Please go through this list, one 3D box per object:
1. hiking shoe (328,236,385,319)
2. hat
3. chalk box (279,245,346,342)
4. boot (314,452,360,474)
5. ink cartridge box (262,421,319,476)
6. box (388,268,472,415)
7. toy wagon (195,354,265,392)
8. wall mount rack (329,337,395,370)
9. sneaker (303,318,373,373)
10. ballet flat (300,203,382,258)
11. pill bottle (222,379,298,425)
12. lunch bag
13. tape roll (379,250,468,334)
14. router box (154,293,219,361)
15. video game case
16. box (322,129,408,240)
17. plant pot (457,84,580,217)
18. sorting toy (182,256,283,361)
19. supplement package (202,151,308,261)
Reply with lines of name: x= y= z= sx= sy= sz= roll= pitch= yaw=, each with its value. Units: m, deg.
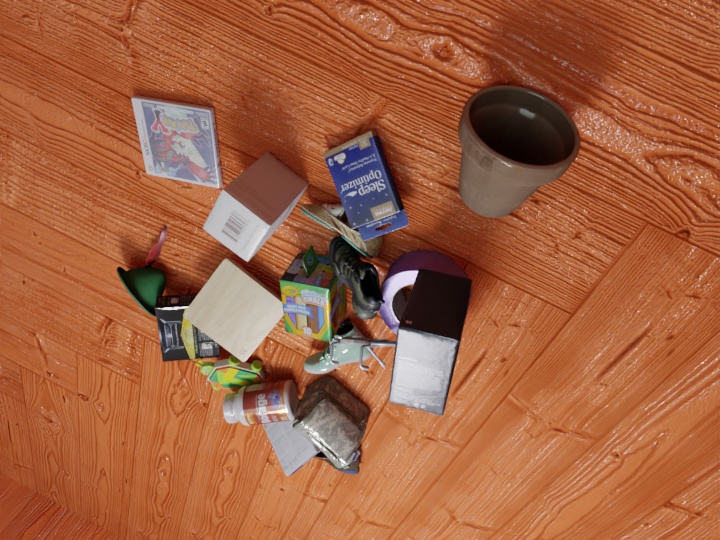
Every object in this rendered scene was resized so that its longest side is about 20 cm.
hiking shoe: x=0.000 y=0.000 z=1.154 sx=0.202 sy=0.075 sz=0.101 roll=62 pitch=143 yaw=16
hat: x=-0.540 y=0.008 z=1.438 sx=0.166 sy=0.175 sz=0.200 roll=54 pitch=169 yaw=-4
chalk box: x=-0.106 y=0.042 z=1.234 sx=0.122 sy=0.125 sz=0.202 roll=11 pitch=127 yaw=14
boot: x=-0.093 y=0.579 z=1.623 sx=0.197 sy=0.075 sz=0.098 roll=0 pitch=120 yaw=18
ink cartridge box: x=-0.212 y=0.491 z=1.603 sx=0.197 sy=0.043 sz=0.201 roll=-48 pitch=63 yaw=38
box: x=0.140 y=0.139 z=1.052 sx=0.116 sy=0.197 sz=0.202 roll=12 pitch=126 yaw=12
toy wagon: x=-0.380 y=0.301 z=1.528 sx=0.198 sy=0.040 sz=0.155 roll=20 pitch=131 yaw=-25
wall mount rack: x=0.031 y=0.193 z=1.218 sx=0.199 sy=0.172 sz=0.076 roll=-4 pitch=82 yaw=52
sneaker: x=-0.078 y=0.189 z=1.352 sx=0.198 sy=0.074 sz=0.119 roll=-20 pitch=121 yaw=20
ballet flat: x=-0.035 y=-0.105 z=1.156 sx=0.199 sy=0.071 sz=0.066 roll=33 pitch=101 yaw=-6
pill bottle: x=-0.284 y=0.380 z=1.508 sx=0.197 sy=0.113 sz=0.113 roll=-10 pitch=120 yaw=7
lunch bag: x=-0.083 y=0.422 z=1.453 sx=0.200 sy=0.168 sz=0.139 roll=44 pitch=127 yaw=-12
tape roll: x=0.142 y=0.062 z=1.177 sx=0.197 sy=0.085 sz=0.202 roll=11 pitch=126 yaw=15
router box: x=-0.471 y=0.158 z=1.453 sx=0.155 sy=0.052 sz=0.202 roll=-2 pitch=127 yaw=-15
video game case: x=-0.411 y=-0.288 z=1.191 sx=0.197 sy=0.023 sz=0.184 roll=12 pitch=126 yaw=13
box: x=0.012 y=-0.166 z=1.074 sx=0.120 sy=0.032 sz=0.202 roll=-17 pitch=100 yaw=29
plant pot: x=0.248 y=-0.187 z=0.918 sx=0.198 sy=0.202 sz=0.175 roll=23 pitch=145 yaw=5
sorting toy: x=-0.311 y=0.093 z=1.350 sx=0.198 sy=0.070 sz=0.200 roll=39 pitch=107 yaw=-9
supplement package: x=-0.214 y=-0.137 z=1.105 sx=0.117 sy=0.201 sz=0.117 roll=36 pitch=128 yaw=-6
